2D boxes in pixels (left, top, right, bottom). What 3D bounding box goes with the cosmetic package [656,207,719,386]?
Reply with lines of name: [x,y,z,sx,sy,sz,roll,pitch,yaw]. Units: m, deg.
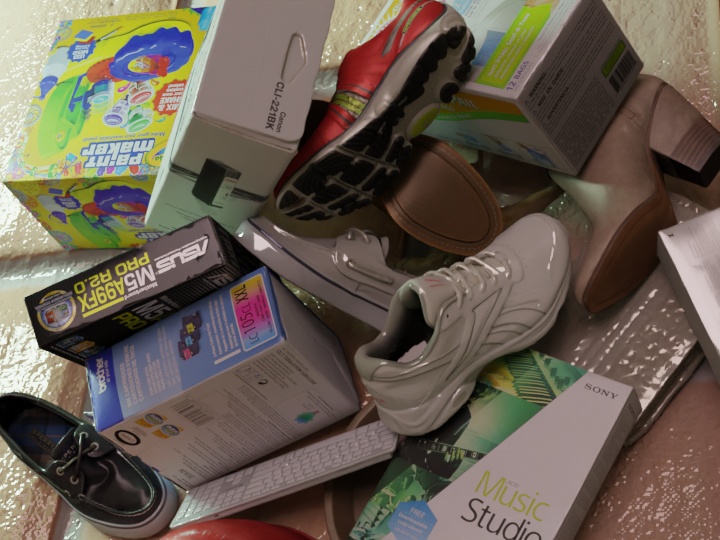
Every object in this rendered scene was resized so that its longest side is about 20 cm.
cosmetic package: [0.289,0.051,0.949,0.082,0.051,0.201,-20,66,1]

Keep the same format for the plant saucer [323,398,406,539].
plant saucer: [0.069,0.164,1.004,0.199,0.030,0.201,-10,55,15]

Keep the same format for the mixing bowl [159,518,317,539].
mixing bowl: [-0.107,0.260,0.962,0.199,0.109,0.201,-11,55,16]

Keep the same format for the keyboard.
keyboard: [-0.057,0.156,1.030,0.199,0.011,0.056,-22,23,19]

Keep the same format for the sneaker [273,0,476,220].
sneaker: [0.004,-0.123,1.012,0.200,0.077,0.085,-47,50,9]

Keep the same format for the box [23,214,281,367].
box: [-0.155,0.031,1.074,0.159,0.200,0.045,-23,73,6]

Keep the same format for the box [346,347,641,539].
box: [0.095,0.149,0.962,0.144,0.036,0.201,19,66,32]

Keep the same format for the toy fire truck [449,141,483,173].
toy fire truck: [0.102,-0.131,1.172,0.200,0.049,0.141,35,78,33]

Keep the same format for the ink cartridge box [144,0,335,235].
ink cartridge box: [-0.097,-0.123,1.038,0.083,0.200,0.145,18,64,-13]

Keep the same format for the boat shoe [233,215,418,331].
boat shoe: [0.000,0.000,1.033,0.199,0.072,0.066,29,94,-3]

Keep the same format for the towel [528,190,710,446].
towel: [0.214,0.028,1.033,0.132,0.035,0.200,32,75,36]

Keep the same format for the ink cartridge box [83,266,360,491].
ink cartridge box: [-0.121,0.097,1.047,0.199,0.136,0.077,-28,52,12]

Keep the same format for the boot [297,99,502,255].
boot: [0.037,-0.074,1.107,0.199,0.155,0.074,36,90,11]

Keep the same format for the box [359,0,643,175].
box: [0.105,-0.166,1.068,0.199,0.101,0.113,23,75,47]

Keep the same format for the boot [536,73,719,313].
boot: [0.188,-0.072,1.048,0.146,0.070,0.200,32,71,37]

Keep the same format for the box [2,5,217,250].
box: [-0.196,-0.131,1.248,0.199,0.122,0.194,-2,59,21]

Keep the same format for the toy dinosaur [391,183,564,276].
toy dinosaur: [0.110,-0.023,1.093,0.199,0.058,0.101,-30,51,1]

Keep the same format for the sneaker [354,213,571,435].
sneaker: [0.076,0.026,0.966,0.200,0.099,0.078,-48,47,-10]

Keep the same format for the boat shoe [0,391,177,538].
boat shoe: [-0.238,0.155,1.109,0.199,0.066,0.070,29,72,34]
